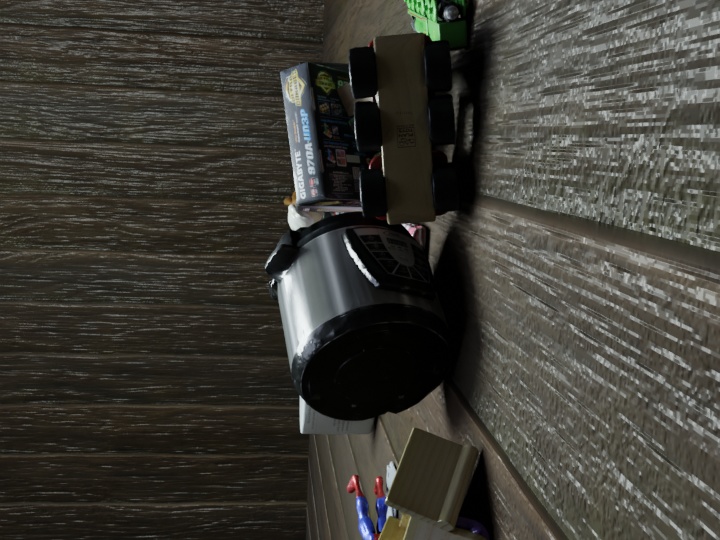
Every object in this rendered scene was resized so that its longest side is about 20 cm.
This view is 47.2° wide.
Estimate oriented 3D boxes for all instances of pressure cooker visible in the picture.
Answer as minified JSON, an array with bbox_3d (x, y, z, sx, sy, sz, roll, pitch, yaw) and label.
[{"bbox_3d":[-0.005,0.036,0.889,0.177,0.177,0.201,69,-176,-46],"label":"pressure cooker"}]

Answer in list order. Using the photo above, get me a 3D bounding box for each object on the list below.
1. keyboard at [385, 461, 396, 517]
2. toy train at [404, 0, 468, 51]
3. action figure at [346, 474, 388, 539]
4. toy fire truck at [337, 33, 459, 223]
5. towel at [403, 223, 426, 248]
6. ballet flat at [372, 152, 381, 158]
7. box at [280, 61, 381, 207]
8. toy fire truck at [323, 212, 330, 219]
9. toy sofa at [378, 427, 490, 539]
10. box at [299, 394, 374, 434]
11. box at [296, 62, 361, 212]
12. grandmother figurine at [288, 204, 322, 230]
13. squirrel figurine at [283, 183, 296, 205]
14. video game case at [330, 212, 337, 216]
[{"bbox_3d":[0.044,0.384,1.196,0.056,0.011,0.202,-150,61,-77],"label":"keyboard"},{"bbox_3d":[0.081,-0.275,0.896,0.200,0.041,0.057,-105,7,-68],"label":"toy train"},{"bbox_3d":[0.019,0.390,1.144,0.200,0.065,0.100,-109,26,-62],"label":"action figure"},{"bbox_3d":[0.033,-0.151,0.866,0.200,0.127,0.178,-71,-24,-75],"label":"toy fire truck"},{"bbox_3d":[0.028,0.005,1.089,0.200,0.030,0.148,-161,72,-64],"label":"towel"},{"bbox_3d":[0.048,-0.154,1.002,0.069,0.070,0.202,98,171,-67],"label":"ballet flat"},{"bbox_3d":[-0.010,-0.160,1.019,0.199,0.046,0.161,-6,-92,-54],"label":"box"},{"bbox_3d":[-0.005,-0.066,1.336,0.200,0.127,0.178,-74,-12,-76],"label":"toy fire truck"},{"bbox_3d":[0.068,0.247,0.785,0.201,0.097,0.083,99,-165,-47],"label":"toy sofa"},{"bbox_3d":[-0.037,0.144,1.414,0.200,0.129,0.201,98,171,-45],"label":"box"},{"bbox_3d":[-0.010,-0.181,1.137,0.048,0.157,0.202,133,138,-81],"label":"box"},{"bbox_3d":[-0.040,-0.135,1.222,0.201,0.060,0.121,-52,8,14],"label":"grandmother figurine"},{"bbox_3d":[-0.110,-0.257,2.261,0.200,0.140,0.189,-165,86,-69],"label":"squirrel figurine"},{"bbox_3d":[-0.008,-0.160,1.271,0.143,0.017,0.200,-49,28,14],"label":"video game case"}]
